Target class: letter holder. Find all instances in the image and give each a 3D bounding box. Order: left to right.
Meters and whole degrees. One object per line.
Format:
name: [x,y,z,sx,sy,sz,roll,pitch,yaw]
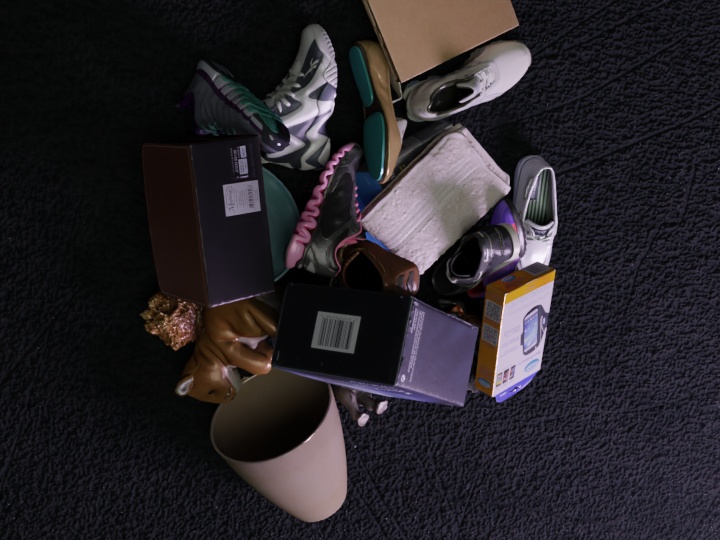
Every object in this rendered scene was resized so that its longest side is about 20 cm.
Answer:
letter holder: [-0.197,-0.067,1.353,0.100,0.142,0.200,-14,104,-37]

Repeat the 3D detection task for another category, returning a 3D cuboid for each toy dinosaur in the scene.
toy dinosaur: [0.157,0.113,1.626,0.200,0.102,0.136,6,91,0]

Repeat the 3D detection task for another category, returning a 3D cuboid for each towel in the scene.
towel: [0.107,-0.097,1.501,0.200,0.034,0.133,-45,113,2]

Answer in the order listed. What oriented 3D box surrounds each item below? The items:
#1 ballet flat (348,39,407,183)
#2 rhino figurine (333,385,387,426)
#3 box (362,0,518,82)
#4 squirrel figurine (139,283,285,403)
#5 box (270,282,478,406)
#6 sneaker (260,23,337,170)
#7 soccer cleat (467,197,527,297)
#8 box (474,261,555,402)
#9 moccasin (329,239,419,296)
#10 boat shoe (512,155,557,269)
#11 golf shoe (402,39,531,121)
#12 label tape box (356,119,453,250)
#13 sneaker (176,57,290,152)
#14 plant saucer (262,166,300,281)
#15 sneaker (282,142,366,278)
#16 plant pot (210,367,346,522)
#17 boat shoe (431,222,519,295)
ballet flat: [0.034,-0.221,1.471,0.063,0.069,0.200,-9,89,-27]
rhino figurine: [0.019,0.125,1.597,0.060,0.087,0.200,11,106,-46]
box: [0.105,-0.370,1.459,0.200,0.021,0.164,-28,106,-16]
squirrel figurine: [-0.211,0.088,1.515,0.200,0.142,0.187,35,107,-8]
box: [0.023,0.103,1.443,0.198,0.200,0.123,23,76,-55]
sneaker: [-0.107,-0.232,1.445,0.129,0.079,0.199,-5,119,-22]
soccer cleat: [0.196,-0.025,1.563,0.073,0.068,0.200,-14,144,-8]
box: [0.226,0.096,1.579,0.119,0.041,0.200,-22,129,-39]
moccasin: [0.000,0.002,1.486,0.078,0.201,0.074,-5,109,-30]
boat shoe: [0.258,-0.070,1.601,0.073,0.067,0.200,-9,110,-11]
golf shoe: [0.161,-0.259,1.498,0.200,0.097,0.078,-28,111,-6]
label tape box: [0.070,-0.106,1.542,0.200,0.063,0.144,-31,112,-3]
sneaker: [-0.167,-0.193,1.396,0.074,0.200,0.088,21,111,-50]
plant saucer: [-0.180,-0.060,1.464,0.200,0.036,0.200,9,66,-21]
sneaker: [-0.029,-0.078,1.462,0.095,0.079,0.200,24,76,-1]
plant pot: [-0.097,0.274,1.577,0.187,0.187,0.200,-26,126,-5]
boat shoe: [0.148,-0.013,1.534,0.068,0.200,0.072,-20,80,-30]
